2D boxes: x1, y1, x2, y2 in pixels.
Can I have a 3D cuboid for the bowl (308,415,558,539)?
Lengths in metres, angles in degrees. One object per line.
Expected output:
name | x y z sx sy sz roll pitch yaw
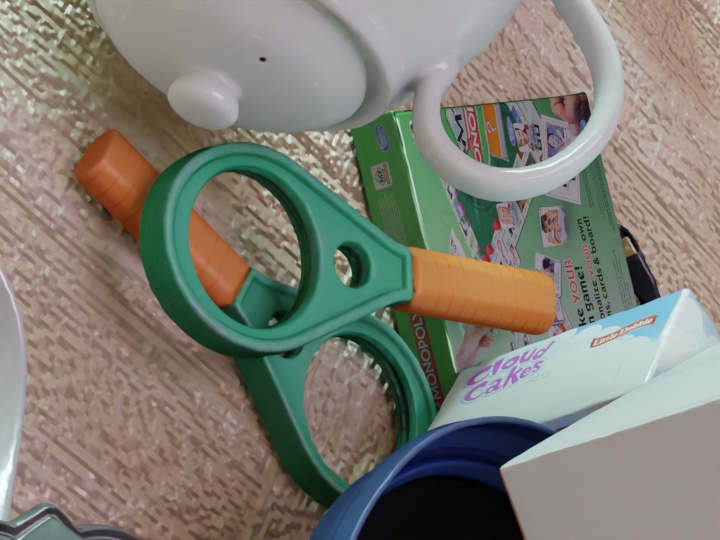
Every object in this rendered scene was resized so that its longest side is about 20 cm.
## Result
bowl | 0.050 0.153 0.814 0.200 0.039 0.202 18 63 -40

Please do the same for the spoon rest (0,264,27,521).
spoon rest | -0.146 0.069 0.749 0.099 0.060 0.201 5 75 -45

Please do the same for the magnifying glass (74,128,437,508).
magnifying glass | -0.037 0.021 0.904 0.200 0.022 0.080 45 50 -25

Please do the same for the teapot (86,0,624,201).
teapot | -0.027 -0.115 0.841 0.197 0.199 0.147 43 58 -41

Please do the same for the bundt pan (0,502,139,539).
bundt pan | -0.097 0.178 0.702 0.201 0.076 0.203 -14 110 -43

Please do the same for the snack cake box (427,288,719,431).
snack cake box | 0.126 0.117 0.929 0.200 0.115 0.067 54 39 -19

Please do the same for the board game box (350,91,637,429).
board game box | 0.072 0.025 1.008 0.134 0.029 0.201 -9 84 -46

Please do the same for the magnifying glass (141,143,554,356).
magnifying glass | 0.000 0.000 0.902 0.199 0.022 0.080 11 71 -41

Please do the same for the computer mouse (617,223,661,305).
computer mouse | 0.168 0.062 1.091 0.200 0.034 0.059 56 46 -16

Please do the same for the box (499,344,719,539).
box | 0.147 0.088 0.773 0.200 0.097 0.125 -18 87 -61
